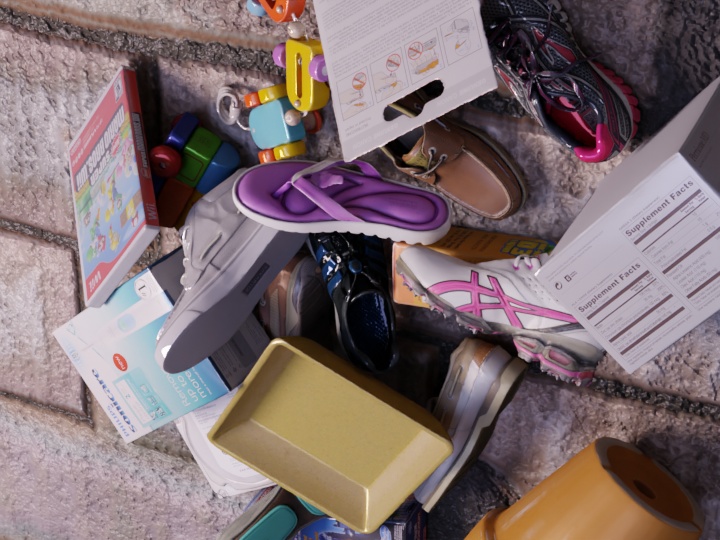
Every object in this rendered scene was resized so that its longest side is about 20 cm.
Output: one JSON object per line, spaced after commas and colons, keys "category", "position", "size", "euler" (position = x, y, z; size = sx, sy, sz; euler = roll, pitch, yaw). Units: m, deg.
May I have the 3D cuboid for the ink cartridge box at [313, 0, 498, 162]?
{"category": "ink cartridge box", "position": [0.040, -0.206, 1.075], "size": [0.161, 0.050, 0.200], "euler": [-24, 70, 34]}

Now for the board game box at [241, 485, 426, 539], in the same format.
{"category": "board game box", "position": [-0.029, 0.318, 1.430], "size": [0.200, 0.062, 0.200], "euler": [12, 120, 23]}

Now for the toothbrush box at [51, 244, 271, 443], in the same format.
{"category": "toothbrush box", "position": [-0.203, 0.073, 1.320], "size": [0.200, 0.085, 0.147], "euler": [-27, 97, 45]}

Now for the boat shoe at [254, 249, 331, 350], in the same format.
{"category": "boat shoe", "position": [-0.075, 0.063, 1.322], "size": [0.072, 0.076, 0.200], "euler": [25, 122, 26]}

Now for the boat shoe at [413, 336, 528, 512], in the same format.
{"category": "boat shoe", "position": [0.095, 0.151, 1.280], "size": [0.068, 0.075, 0.200], "euler": [34, 118, 15]}

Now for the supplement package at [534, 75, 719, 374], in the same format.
{"category": "supplement package", "position": [0.252, -0.042, 1.015], "size": [0.111, 0.200, 0.156], "euler": [45, 125, -1]}

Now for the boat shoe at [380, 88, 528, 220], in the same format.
{"category": "boat shoe", "position": [0.059, -0.108, 1.161], "size": [0.200, 0.068, 0.072], "euler": [39, 125, 4]}

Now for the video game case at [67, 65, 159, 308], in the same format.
{"category": "video game case", "position": [-0.248, -0.083, 1.277], "size": [0.143, 0.017, 0.200], "euler": [-45, 48, 41]}

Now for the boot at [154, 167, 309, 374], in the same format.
{"category": "boot", "position": [-0.141, -0.003, 1.215], "size": [0.096, 0.200, 0.074], "euler": [38, 173, 28]}

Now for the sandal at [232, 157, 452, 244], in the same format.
{"category": "sandal", "position": [-0.014, -0.074, 1.173], "size": [0.202, 0.083, 0.050], "euler": [7, 140, -4]}

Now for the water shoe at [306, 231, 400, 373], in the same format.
{"category": "water shoe", "position": [0.000, 0.000, 1.224], "size": [0.071, 0.079, 0.200], "euler": [-20, 103, -12]}

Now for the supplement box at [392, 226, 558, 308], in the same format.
{"category": "supplement box", "position": [0.132, 0.005, 1.185], "size": [0.200, 0.067, 0.069], "euler": [10, 116, 22]}

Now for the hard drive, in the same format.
{"category": "hard drive", "position": [-0.146, 0.150, 1.419], "size": [0.140, 0.038, 0.200], "euler": [-19, 104, 33]}

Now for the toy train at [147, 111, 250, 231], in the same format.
{"category": "toy train", "position": [-0.181, -0.054, 1.312], "size": [0.116, 0.085, 0.200], "euler": [31, 126, -6]}

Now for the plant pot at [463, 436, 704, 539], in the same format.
{"category": "plant pot", "position": [0.217, 0.264, 1.211], "size": [0.200, 0.200, 0.183], "euler": [36, 109, 6]}

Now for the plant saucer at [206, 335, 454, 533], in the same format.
{"category": "plant saucer", "position": [-0.028, 0.154, 1.271], "size": [0.200, 0.048, 0.200], "euler": [32, 136, -5]}

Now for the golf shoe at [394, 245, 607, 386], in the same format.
{"category": "golf shoe", "position": [0.128, 0.018, 1.120], "size": [0.200, 0.073, 0.092], "euler": [27, 98, 10]}

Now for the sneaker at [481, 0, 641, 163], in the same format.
{"category": "sneaker", "position": [0.151, -0.174, 1.077], "size": [0.200, 0.075, 0.081], "euler": [42, 127, 3]}

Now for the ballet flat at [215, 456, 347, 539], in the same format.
{"category": "ballet flat", "position": [-0.073, 0.243, 1.364], "size": [0.067, 0.200, 0.064], "euler": [56, 169, -18]}

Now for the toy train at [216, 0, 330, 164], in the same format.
{"category": "toy train", "position": [-0.069, -0.196, 1.197], "size": [0.150, 0.056, 0.200], "euler": [52, 141, 27]}
